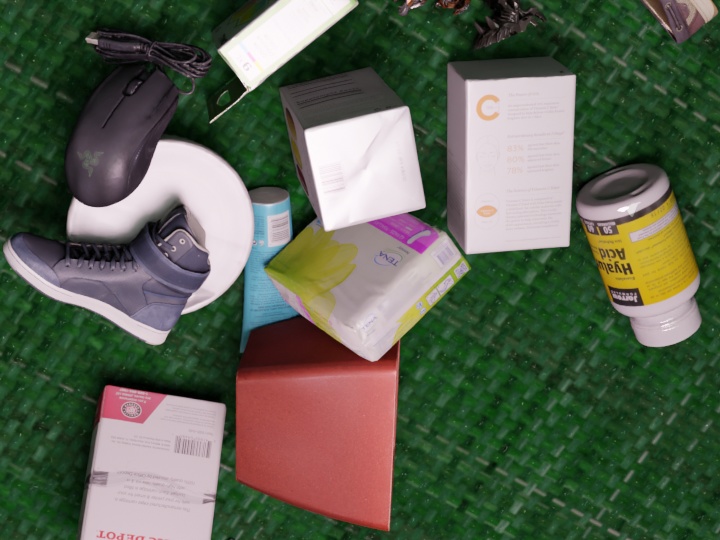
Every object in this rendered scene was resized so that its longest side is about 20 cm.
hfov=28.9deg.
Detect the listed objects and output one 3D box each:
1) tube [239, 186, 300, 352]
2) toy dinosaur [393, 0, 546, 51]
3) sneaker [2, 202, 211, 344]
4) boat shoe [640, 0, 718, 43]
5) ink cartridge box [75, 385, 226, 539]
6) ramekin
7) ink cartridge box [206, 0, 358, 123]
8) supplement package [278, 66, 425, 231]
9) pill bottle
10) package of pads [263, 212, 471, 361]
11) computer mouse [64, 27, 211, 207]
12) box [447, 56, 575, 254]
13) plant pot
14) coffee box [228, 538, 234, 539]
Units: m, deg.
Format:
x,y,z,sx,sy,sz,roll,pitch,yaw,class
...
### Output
x,y,z,sx,sy,sz,roll,pitch,yaw,class
-0.104,0.005,1.604,0.077,0.050,0.200,-3,116,-6,tube
0.135,-0.315,1.508,0.200,0.102,0.136,-20,97,20,toy dinosaur
-0.250,-0.023,1.437,0.202,0.077,0.146,28,115,-28,sneaker
0.312,-0.326,1.544,0.200,0.072,0.065,36,95,-26,boat shoe
-0.240,0.247,1.590,0.145,0.085,0.200,11,65,-14,ink cartridge box
-0.220,-0.057,1.531,0.202,0.094,0.203,-4,110,-10,ramekin
-0.102,-0.250,1.476,0.200,0.104,0.059,-39,112,5,ink cartridge box
-0.012,-0.133,1.484,0.109,0.200,0.114,-14,111,-6,supplement package
0.334,-0.015,1.641,0.111,0.111,0.200,-25,112,-1,pill bottle
0.000,0.000,1.516,0.155,0.200,0.068,-45,127,-11,package of pads
-0.249,-0.163,1.437,0.138,0.053,0.200,15,73,15,computer mouse
0.167,-0.131,1.574,0.124,0.098,0.200,-4,111,-9,box
-0.046,0.154,1.572,0.176,0.200,0.200,3,109,2,plant pot
-0.182,0.443,1.750,0.200,0.044,0.123,-45,111,8,coffee box
